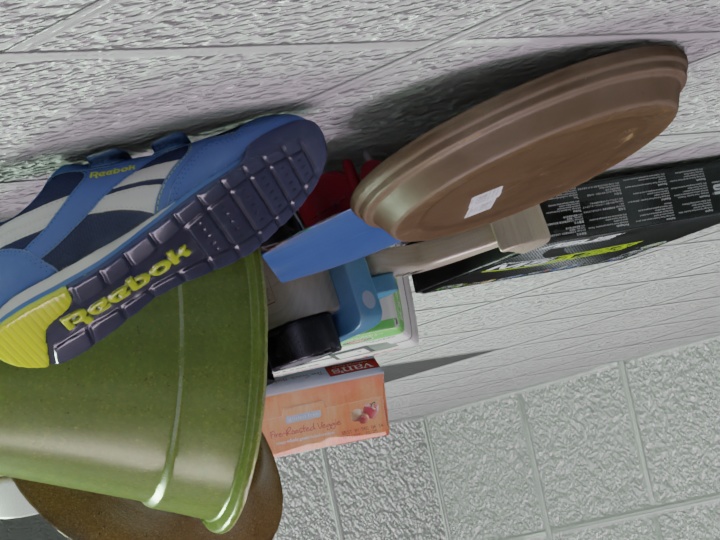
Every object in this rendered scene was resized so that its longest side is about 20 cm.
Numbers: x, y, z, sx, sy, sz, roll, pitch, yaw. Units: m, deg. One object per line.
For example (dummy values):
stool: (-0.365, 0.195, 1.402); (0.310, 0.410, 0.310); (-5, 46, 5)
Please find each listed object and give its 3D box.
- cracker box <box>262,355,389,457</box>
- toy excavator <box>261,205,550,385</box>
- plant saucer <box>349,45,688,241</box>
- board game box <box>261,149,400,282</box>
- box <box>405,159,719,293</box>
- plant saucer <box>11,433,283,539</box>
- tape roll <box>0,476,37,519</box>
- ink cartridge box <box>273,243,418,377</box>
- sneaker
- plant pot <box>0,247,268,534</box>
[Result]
cracker box: (-0.067, 0.079, 1.979); (0.133, 0.058, 0.200); (-10, -158, -11)
toy excavator: (0.000, 0.000, 1.652); (0.194, 0.100, 0.200); (-25, 172, 40)
plant saucer: (0.090, -0.064, 1.365); (0.199, 0.030, 0.200); (-23, 170, -4)
board game box: (0.013, -0.047, 1.493); (0.157, 0.039, 0.200); (-23, 173, 0)
box: (0.163, -0.032, 1.870); (0.199, 0.048, 0.193); (-9, 175, -29)
plant saucer: (-0.134, 0.109, 1.619); (0.200, 0.200, 0.036); (-6, 139, -41)
tape roll: (-0.228, 0.106, 1.879); (0.202, 0.037, 0.203); (-16, -149, 10)
ink cartridge box: (-0.040, 0.023, 1.798); (0.145, 0.084, 0.200); (-12, 174, 5)
sneaker: (-0.112, -0.033, 1.284); (0.199, 0.082, 0.074); (-29, 147, -5)
plant pot: (-0.170, 0.052, 1.491); (0.189, 0.201, 0.200); (4, 169, -17)
